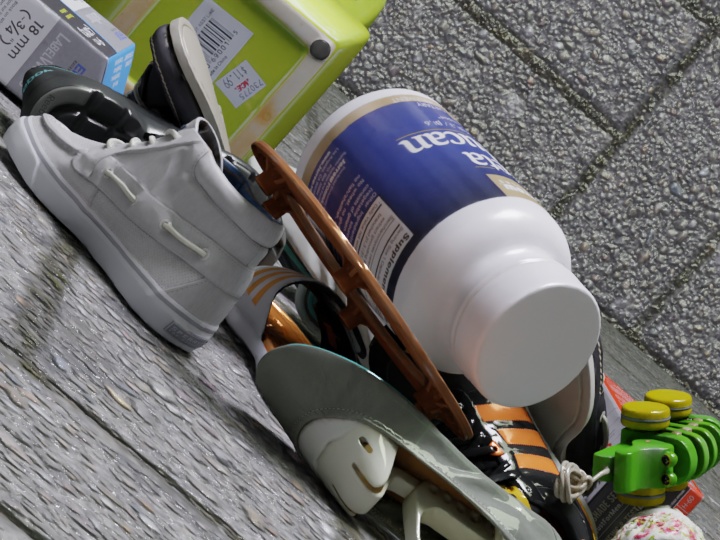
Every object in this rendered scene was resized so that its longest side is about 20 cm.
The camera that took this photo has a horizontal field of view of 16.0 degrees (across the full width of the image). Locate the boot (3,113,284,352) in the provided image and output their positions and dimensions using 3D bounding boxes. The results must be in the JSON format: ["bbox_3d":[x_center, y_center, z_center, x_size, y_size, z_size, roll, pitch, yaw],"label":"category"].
[{"bbox_3d":[-0.116,-0.048,1.420,0.200,0.096,0.073,46,9,35],"label":"boot"}]

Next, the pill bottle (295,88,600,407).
[{"bbox_3d":[0.052,-0.011,1.466,0.111,0.111,0.200,34,10,-44],"label":"pill bottle"}]

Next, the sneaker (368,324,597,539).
[{"bbox_3d":[0.078,0.114,1.503,0.200,0.070,0.090,53,8,-13],"label":"sneaker"}]

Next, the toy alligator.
[{"bbox_3d":[0.180,0.114,1.551,0.054,0.060,0.200,7,11,26],"label":"toy alligator"}]

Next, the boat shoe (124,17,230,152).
[{"bbox_3d":[-0.119,-0.093,1.619,0.200,0.062,0.073,79,-3,-68],"label":"boat shoe"}]

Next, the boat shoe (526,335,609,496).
[{"bbox_3d":[0.122,0.086,1.575,0.074,0.060,0.201,28,-41,28],"label":"boat shoe"}]

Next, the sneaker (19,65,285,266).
[{"bbox_3d":[-0.126,-0.066,1.569,0.200,0.075,0.079,38,5,-29],"label":"sneaker"}]

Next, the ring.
[{"bbox_3d":[-0.004,0.015,1.396,0.201,0.019,0.200,55,-4,6],"label":"ring"}]

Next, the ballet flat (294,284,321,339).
[{"bbox_3d":[0.037,0.068,1.712,0.200,0.070,0.069,40,7,-6],"label":"ballet flat"}]

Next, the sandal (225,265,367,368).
[{"bbox_3d":[-0.027,0.042,1.497,0.079,0.059,0.207,38,8,-25],"label":"sandal"}]

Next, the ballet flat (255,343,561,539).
[{"bbox_3d":[0.024,0.114,1.344,0.200,0.067,0.064,38,38,-9],"label":"ballet flat"}]

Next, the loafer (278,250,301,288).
[{"bbox_3d":[-0.004,0.009,1.818,0.200,0.068,0.070,43,-3,-36],"label":"loafer"}]

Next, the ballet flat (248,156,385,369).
[{"bbox_3d":[0.000,0.000,1.629,0.201,0.069,0.069,59,12,14],"label":"ballet flat"}]

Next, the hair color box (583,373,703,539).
[{"bbox_3d":[0.160,0.142,1.733,0.061,0.102,0.200,40,8,-11],"label":"hair color box"}]

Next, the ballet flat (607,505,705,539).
[{"bbox_3d":[0.184,0.183,1.582,0.200,0.075,0.064,72,16,-60],"label":"ballet flat"}]

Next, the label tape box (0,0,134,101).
[{"bbox_3d":[-0.200,-0.143,1.683,0.200,0.063,0.144,40,8,-4],"label":"label tape box"}]

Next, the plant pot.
[{"bbox_3d":[-0.111,-0.182,1.897,0.199,0.200,0.182,40,15,-13],"label":"plant pot"}]
